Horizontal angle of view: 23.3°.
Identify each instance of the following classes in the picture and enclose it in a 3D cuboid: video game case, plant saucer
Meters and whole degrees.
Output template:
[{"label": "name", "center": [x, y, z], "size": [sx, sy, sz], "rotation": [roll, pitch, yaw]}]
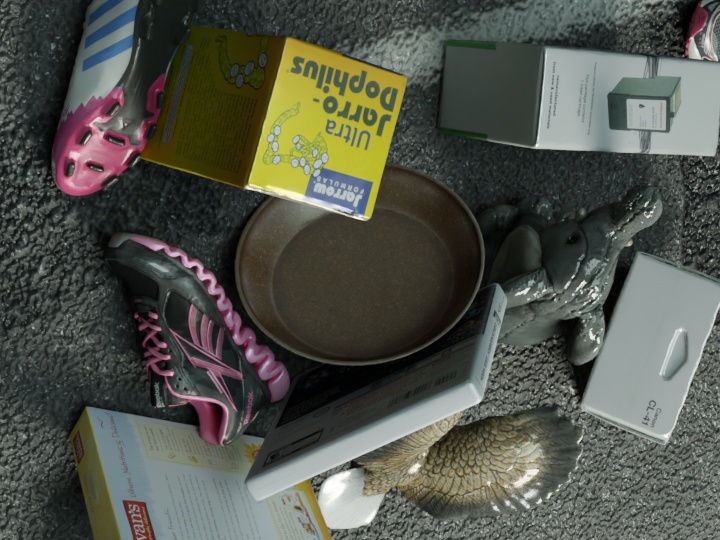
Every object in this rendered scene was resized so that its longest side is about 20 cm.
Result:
[{"label": "video game case", "center": [0.016, 0.092, 1.352], "size": [0.199, 0.182, 0.023], "rotation": [-26, 106, 20]}, {"label": "plant saucer", "center": [0.000, 0.000, 1.389], "size": [0.200, 0.200, 0.037], "rotation": [-38, 150, -20]}]

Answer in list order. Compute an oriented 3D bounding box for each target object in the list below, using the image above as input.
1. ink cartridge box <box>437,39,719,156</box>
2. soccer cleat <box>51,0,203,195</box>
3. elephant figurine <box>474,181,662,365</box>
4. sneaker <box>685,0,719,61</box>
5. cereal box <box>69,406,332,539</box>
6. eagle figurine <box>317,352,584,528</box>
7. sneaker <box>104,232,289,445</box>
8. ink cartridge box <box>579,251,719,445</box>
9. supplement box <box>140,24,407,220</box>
[{"label": "ink cartridge box", "center": [0.188, -0.147, 1.484], "size": [0.198, 0.146, 0.085], "rotation": [0, 98, -33]}, {"label": "soccer cleat", "center": [-0.182, -0.153, 1.303], "size": [0.070, 0.086, 0.201], "rotation": [10, 118, -45]}, {"label": "elephant figurine", "center": [0.162, 0.005, 1.454], "size": [0.140, 0.200, 0.157], "rotation": [-10, 100, -11]}, {"label": "sneaker", "center": [0.385, -0.199, 1.638], "size": [0.199, 0.074, 0.081], "rotation": [22, 88, -32]}, {"label": "cereal box", "center": [-0.121, 0.182, 1.359], "size": [0.199, 0.144, 0.040], "rotation": [14, 125, -32]}, {"label": "eagle figurine", "center": [0.057, 0.134, 1.413], "size": [0.151, 0.199, 0.152], "rotation": [-20, 106, -41]}, {"label": "sneaker", "center": [-0.139, 0.058, 1.354], "size": [0.096, 0.079, 0.200], "rotation": [-51, 119, -22]}, {"label": "ink cartridge box", "center": [0.255, 0.069, 1.536], "size": [0.085, 0.200, 0.149], "rotation": [20, 88, 10]}, {"label": "supplement box", "center": [-0.072, -0.114, 1.294], "size": [0.108, 0.199, 0.111], "rotation": [14, 93, -33]}]
